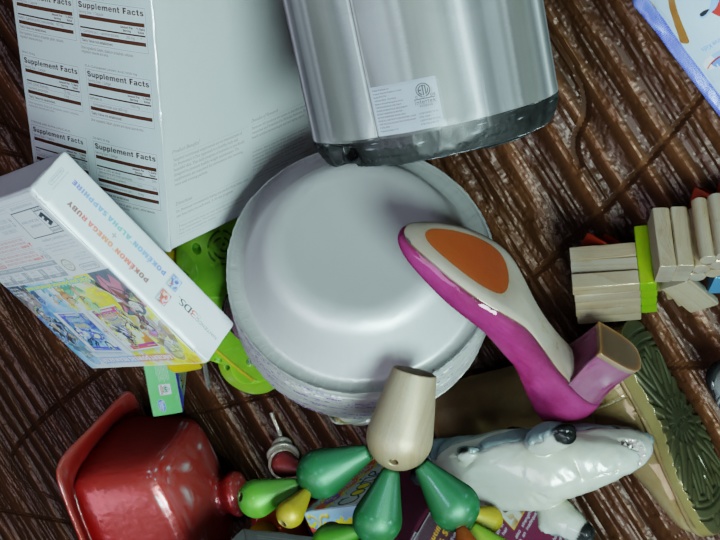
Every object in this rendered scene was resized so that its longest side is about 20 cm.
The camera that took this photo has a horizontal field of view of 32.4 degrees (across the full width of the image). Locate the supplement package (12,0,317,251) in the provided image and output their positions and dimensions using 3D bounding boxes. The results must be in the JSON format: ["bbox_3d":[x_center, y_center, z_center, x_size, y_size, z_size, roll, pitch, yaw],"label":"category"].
[{"bbox_3d":[-0.144,-0.152,0.962,0.147,0.191,0.201,15,119,31],"label":"supplement package"}]

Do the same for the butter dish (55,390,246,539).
[{"bbox_3d":[-0.178,0.226,1.197,0.147,0.199,0.201,-13,104,15],"label":"butter dish"}]

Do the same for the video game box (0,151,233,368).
[{"bbox_3d":[-0.215,0.001,0.952,0.200,0.047,0.182,-7,129,53],"label":"video game box"}]

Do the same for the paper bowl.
[{"bbox_3d":[0.000,0.000,0.910,0.200,0.201,0.104,37,162,17],"label":"paper bowl"}]

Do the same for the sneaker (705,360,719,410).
[{"bbox_3d":[0.276,0.058,0.816,0.115,0.075,0.200,5,127,41],"label":"sneaker"}]

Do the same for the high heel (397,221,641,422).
[{"bbox_3d":[0.091,0.044,0.858,0.200,0.068,0.096,34,130,-13],"label":"high heel"}]

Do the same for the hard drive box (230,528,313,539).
[{"bbox_3d":[-0.036,0.329,1.040,0.155,0.077,0.201,-1,111,32],"label":"hard drive box"}]

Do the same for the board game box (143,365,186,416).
[{"bbox_3d":[-0.187,0.011,1.117,0.029,0.135,0.201,-8,112,-3],"label":"board game box"}]

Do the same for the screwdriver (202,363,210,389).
[{"bbox_3d":[-0.162,0.021,1.162,0.029,0.028,0.201,0,110,5],"label":"screwdriver"}]

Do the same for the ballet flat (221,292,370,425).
[{"bbox_3d":[-0.030,0.082,1.009,0.200,0.071,0.069,37,108,-25],"label":"ballet flat"}]

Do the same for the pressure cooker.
[{"bbox_3d":[0.037,-0.181,0.821,0.179,0.175,0.201,15,121,64],"label":"pressure cooker"}]

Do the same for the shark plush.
[{"bbox_3d":[0.108,0.142,0.898,0.200,0.083,0.091,-14,106,37],"label":"shark plush"}]

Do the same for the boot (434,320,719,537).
[{"bbox_3d":[0.165,0.142,0.962,0.200,0.066,0.176,-29,81,41],"label":"boot"}]

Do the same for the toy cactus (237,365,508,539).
[{"bbox_3d":[0.023,0.149,0.846,0.199,0.102,0.166,15,95,16],"label":"toy cactus"}]

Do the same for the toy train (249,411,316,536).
[{"bbox_3d":[-0.087,0.248,1.155,0.084,0.116,0.201,-9,106,34],"label":"toy train"}]

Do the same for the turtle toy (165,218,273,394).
[{"bbox_3d":[-0.103,0.029,1.069,0.145,0.101,0.201,-10,121,-2],"label":"turtle toy"}]

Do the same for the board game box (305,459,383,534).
[{"bbox_3d":[0.054,0.267,1.070,0.103,0.105,0.201,-17,101,41],"label":"board game box"}]

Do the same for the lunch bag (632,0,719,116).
[{"bbox_3d":[0.284,-0.138,0.704,0.170,0.124,0.200,-32,100,41],"label":"lunch bag"}]

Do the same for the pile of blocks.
[{"bbox_3d":[0.231,-0.020,0.847,0.200,0.082,0.062,-18,56,31],"label":"pile of blocks"}]

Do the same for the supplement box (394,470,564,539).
[{"bbox_3d":[0.102,0.239,0.974,0.200,0.110,0.086,47,146,-16],"label":"supplement box"}]
